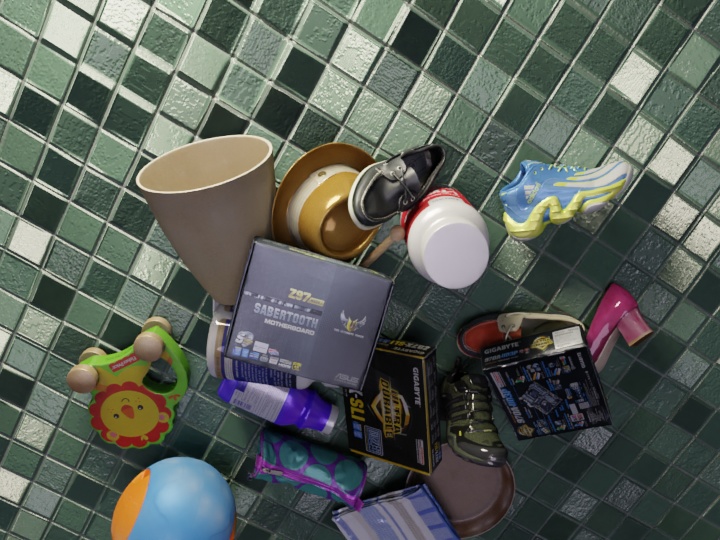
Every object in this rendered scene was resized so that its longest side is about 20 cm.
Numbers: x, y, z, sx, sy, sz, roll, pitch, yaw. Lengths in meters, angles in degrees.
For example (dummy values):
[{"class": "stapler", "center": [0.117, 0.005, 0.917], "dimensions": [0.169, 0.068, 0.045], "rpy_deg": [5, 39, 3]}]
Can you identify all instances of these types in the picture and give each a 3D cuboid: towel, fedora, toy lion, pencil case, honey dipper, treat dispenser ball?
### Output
[{"class": "towel", "center": [0.061, 0.460, 1.046], "dimensions": [0.197, 0.024, 0.149], "rpy_deg": [-26, 107, 22]}, {"class": "fedora", "center": [-0.027, -0.076, 0.823], "dimensions": [0.197, 0.081, 0.205], "rpy_deg": [-16, 119, -32]}, {"class": "toy lion", "center": [-0.365, 0.201, 0.966], "dimensions": [0.196, 0.069, 0.194], "rpy_deg": [-25, 113, 7]}, {"class": "pencil case", "center": [-0.086, 0.338, 0.992], "dimensions": [0.196, 0.093, 0.087], "rpy_deg": [20, 107, -8]}, {"class": "honey dipper", "center": [0.000, 0.000, 0.853], "dimensions": [0.038, 0.038, 0.199], "rpy_deg": [39, 126, -12]}, {"class": "treat dispenser ball", "center": [-0.300, 0.413, 0.955], "dimensions": [0.195, 0.201, 0.206], "rpy_deg": [0, 108, -1]}]

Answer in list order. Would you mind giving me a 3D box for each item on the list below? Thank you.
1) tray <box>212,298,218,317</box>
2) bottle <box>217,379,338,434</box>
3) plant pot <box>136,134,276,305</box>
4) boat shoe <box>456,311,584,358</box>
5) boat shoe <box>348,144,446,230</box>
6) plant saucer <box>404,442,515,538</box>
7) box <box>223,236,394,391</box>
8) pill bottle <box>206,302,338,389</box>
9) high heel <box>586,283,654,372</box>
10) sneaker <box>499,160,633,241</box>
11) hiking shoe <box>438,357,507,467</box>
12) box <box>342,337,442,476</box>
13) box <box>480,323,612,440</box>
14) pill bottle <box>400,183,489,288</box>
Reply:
[{"class": "tray", "center": [-0.139, 0.078, 0.945], "dimensions": [0.194, 0.022, 0.110], "rpy_deg": [5, 108, -3]}, {"class": "bottle", "center": [-0.132, 0.208, 0.963], "dimensions": [0.196, 0.066, 0.085], "rpy_deg": [26, 108, -9]}, {"class": "plant pot", "center": [-0.194, -0.061, 0.834], "dimensions": [0.182, 0.189, 0.204], "rpy_deg": [-8, 122, 2]}, {"class": "boat shoe", "center": [0.252, 0.101, 0.927], "dimensions": [0.194, 0.063, 0.073], "rpy_deg": [-4, 86, -1]}, {"class": "boat shoe", "center": [0.058, -0.121, 0.793], "dimensions": [0.065, 0.198, 0.076], "rpy_deg": [-12, 107, 43]}, {"class": "plant saucer", "center": [0.175, 0.384, 1.042], "dimensions": [0.195, 0.032, 0.205], "rpy_deg": [0, 109, -1]}, {"class": "box", "center": [-0.069, 0.059, 0.784], "dimensions": [0.195, 0.051, 0.161], "rpy_deg": [16, 98, -12]}, {"class": "pill bottle", "center": [-0.121, 0.114, 0.879], "dimensions": [0.195, 0.116, 0.119], "rpy_deg": [8, 108, 1]}, {"class": "high heel", "center": [0.372, 0.115, 0.962], "dimensions": [0.199, 0.097, 0.067], "rpy_deg": [-41, 147, 24]}, {"class": "sneaker", "center": [0.294, -0.128, 0.857], "dimensions": [0.197, 0.076, 0.106], "rpy_deg": [-30, 105, 9]}, {"class": "hiking shoe", "center": [0.168, 0.214, 0.900], "dimensions": [0.074, 0.200, 0.103], "rpy_deg": [6, 108, -18]}, {"class": "box", "center": [0.047, 0.209, 0.936], "dimensions": [0.157, 0.049, 0.205], "rpy_deg": [8, 112, 34]}, {"class": "box", "center": [0.294, 0.183, 0.920], "dimensions": [0.156, 0.047, 0.202], "rpy_deg": [-17, 126, 22]}, {"class": "pill bottle", "center": [0.116, -0.049, 0.814], "dimensions": [0.109, 0.201, 0.115], "rpy_deg": [0, 108, -1]}]
